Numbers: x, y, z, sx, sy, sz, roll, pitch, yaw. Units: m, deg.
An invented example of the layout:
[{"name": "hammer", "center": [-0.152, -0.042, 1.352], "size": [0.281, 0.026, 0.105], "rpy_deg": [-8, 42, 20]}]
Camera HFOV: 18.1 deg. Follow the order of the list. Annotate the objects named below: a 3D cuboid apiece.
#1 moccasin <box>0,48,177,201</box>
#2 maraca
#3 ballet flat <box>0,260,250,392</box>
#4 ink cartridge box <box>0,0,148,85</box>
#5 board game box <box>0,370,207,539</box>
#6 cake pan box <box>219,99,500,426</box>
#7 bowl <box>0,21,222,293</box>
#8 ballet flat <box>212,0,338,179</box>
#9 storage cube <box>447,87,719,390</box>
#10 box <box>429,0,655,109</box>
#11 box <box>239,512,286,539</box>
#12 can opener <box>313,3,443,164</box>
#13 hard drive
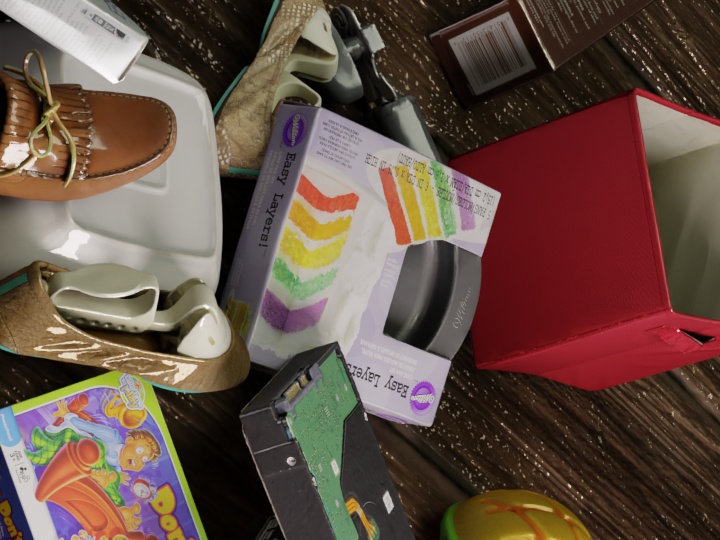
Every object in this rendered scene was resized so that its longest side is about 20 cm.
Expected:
[{"name": "moccasin", "center": [-0.210, -0.088, 1.356], "size": [0.201, 0.078, 0.074], "rpy_deg": [6, 69, -8]}, {"name": "maraca", "center": [0.109, 0.220, 1.599], "size": [0.137, 0.107, 0.200], "rpy_deg": [36, 17, 6]}, {"name": "ballet flat", "center": [-0.136, 0.029, 1.402], "size": [0.200, 0.072, 0.068], "rpy_deg": [15, 45, -34]}, {"name": "ink cartridge box", "center": [-0.241, -0.202, 1.365], "size": [0.200, 0.200, 0.041], "rpy_deg": [31, 96, -31]}, {"name": "board game box", "center": [-0.161, 0.170, 1.397], "size": [0.134, 0.045, 0.201], "rpy_deg": [-19, 88, -50]}, {"name": "cake pan box", "center": [0.000, 0.000, 1.590], "size": [0.200, 0.052, 0.185], "rpy_deg": [24, 82, -41]}, {"name": "bowl", "center": [-0.166, -0.065, 1.469], "size": [0.199, 0.075, 0.201], "rpy_deg": [16, 61, -43]}, {"name": "ballet flat", "center": [-0.053, -0.139, 1.620], "size": [0.065, 0.071, 0.200], "rpy_deg": [19, 58, 7]}, {"name": "storage cube", "center": [0.195, -0.019, 1.746], "size": [0.171, 0.179, 0.201], "rpy_deg": [13, 64, -51]}, {"name": "box", "center": [0.156, -0.211, 1.857], "size": [0.200, 0.100, 0.075], "rpy_deg": [-34, 100, -49]}, {"name": "box", "center": [-0.033, 0.271, 1.437], "size": [0.200, 0.044, 0.160], "rpy_deg": [67, 20, -11]}, {"name": "can opener", "center": [0.012, -0.106, 1.708], "size": [0.067, 0.053, 0.200], "rpy_deg": [-25, 94, -17]}, {"name": "hard drive", "center": [-0.012, 0.160, 1.476], "size": [0.140, 0.038, 0.200], "rpy_deg": [-47, 118, -69]}]
